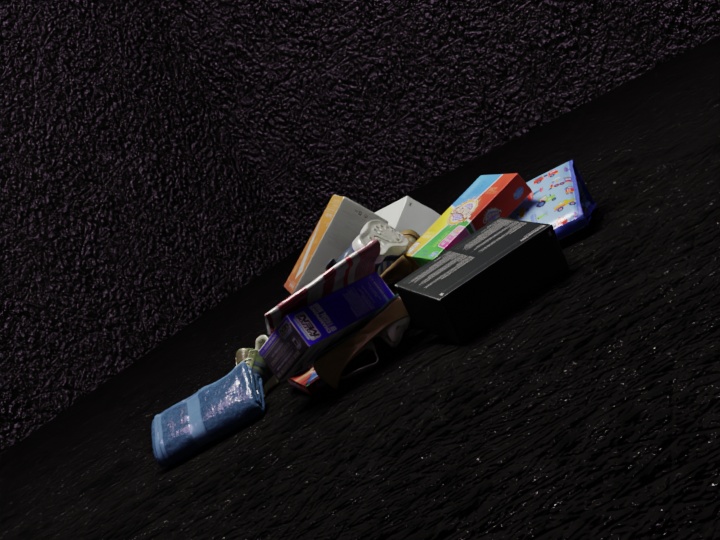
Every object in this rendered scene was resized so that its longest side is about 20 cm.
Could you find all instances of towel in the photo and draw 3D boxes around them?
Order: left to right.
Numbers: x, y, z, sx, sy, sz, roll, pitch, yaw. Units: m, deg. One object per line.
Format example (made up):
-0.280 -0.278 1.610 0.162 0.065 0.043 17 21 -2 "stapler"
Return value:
-0.252 0.237 1.621 0.199 0.049 0.112 -29 35 6 "towel"
-0.056 0.031 1.486 0.199 0.023 0.144 -35 -11 -11 "towel"

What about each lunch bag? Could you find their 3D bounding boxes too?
0.294 -0.081 1.597 0.150 0.094 0.200 -27 14 22 "lunch bag"

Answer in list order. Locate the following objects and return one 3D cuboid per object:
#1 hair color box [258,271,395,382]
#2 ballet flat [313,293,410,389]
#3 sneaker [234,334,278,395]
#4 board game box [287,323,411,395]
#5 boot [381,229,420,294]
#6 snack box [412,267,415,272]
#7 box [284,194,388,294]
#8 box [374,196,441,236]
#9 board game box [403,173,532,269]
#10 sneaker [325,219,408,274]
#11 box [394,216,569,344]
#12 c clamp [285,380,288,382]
-0.048 0.084 1.503 0.199 0.065 0.109 -28 -16 -44 "hair color box"
0.022 0.105 1.483 0.199 0.063 0.069 -37 -21 -7 "ballet flat"
-0.199 0.183 1.738 0.067 0.090 0.200 -24 9 32 "sneaker"
-0.020 0.132 1.598 0.199 0.020 0.103 -33 14 -19 "board game box"
0.032 0.020 1.799 0.175 0.066 0.200 -44 12 30 "boot"
0.164 -0.016 1.785 0.141 0.053 0.200 -30 7 3 "snack box"
-0.047 -0.028 1.832 0.201 0.097 0.124 -62 12 -1 "box"
0.084 -0.058 1.986 0.200 0.124 0.098 -23 42 64 "box"
0.174 -0.077 1.636 0.200 0.040 0.153 -45 14 -9 "board game box"
0.000 0.000 1.679 0.147 0.080 0.200 -56 -8 20 "sneaker"
0.170 0.009 1.393 0.199 0.079 0.141 -32 16 -17 "box"
-0.077 0.152 1.741 0.170 0.027 0.200 -22 8 18 "c clamp"
